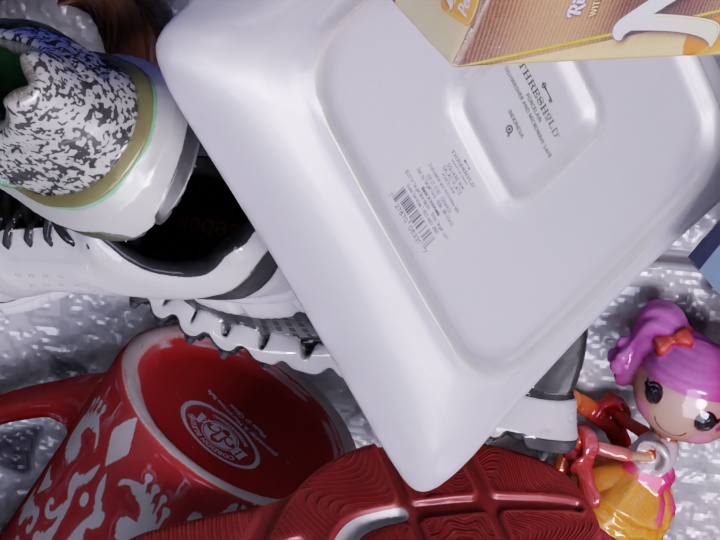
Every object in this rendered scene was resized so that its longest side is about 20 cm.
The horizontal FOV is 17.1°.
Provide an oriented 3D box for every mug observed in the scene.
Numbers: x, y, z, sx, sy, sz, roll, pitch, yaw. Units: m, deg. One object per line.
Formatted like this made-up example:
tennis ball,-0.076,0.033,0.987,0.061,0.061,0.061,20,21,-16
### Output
mug,-0.111,0.123,0.978,0.177,0.134,0.200,26,119,-14

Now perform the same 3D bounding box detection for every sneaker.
sneaker,-0.148,-0.069,0.841,0.199,0.077,0.089,10,164,38
sneaker,-0.011,0.133,0.911,0.199,0.079,0.116,-8,142,-17
sneaker,0.000,0.000,0.926,0.199,0.066,0.091,18,98,12
sneaker,-0.105,-0.024,0.885,0.199,0.080,0.074,0,81,18

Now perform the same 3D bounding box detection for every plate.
plate,0.049,-0.056,0.820,0.032,0.200,0.200,13,140,52

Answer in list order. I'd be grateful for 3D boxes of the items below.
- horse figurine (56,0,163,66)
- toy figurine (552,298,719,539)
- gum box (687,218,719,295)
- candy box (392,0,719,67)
horse figurine,-0.007,-0.085,0.875,0.198,0.050,0.133,-3,120,1
toy figurine,0.130,0.086,0.953,0.199,0.150,0.185,31,110,14
gum box,0.246,-0.011,0.860,0.200,0.045,0.170,34,102,-24
candy box,0.110,-0.129,0.767,0.199,0.055,0.116,-7,134,-39
